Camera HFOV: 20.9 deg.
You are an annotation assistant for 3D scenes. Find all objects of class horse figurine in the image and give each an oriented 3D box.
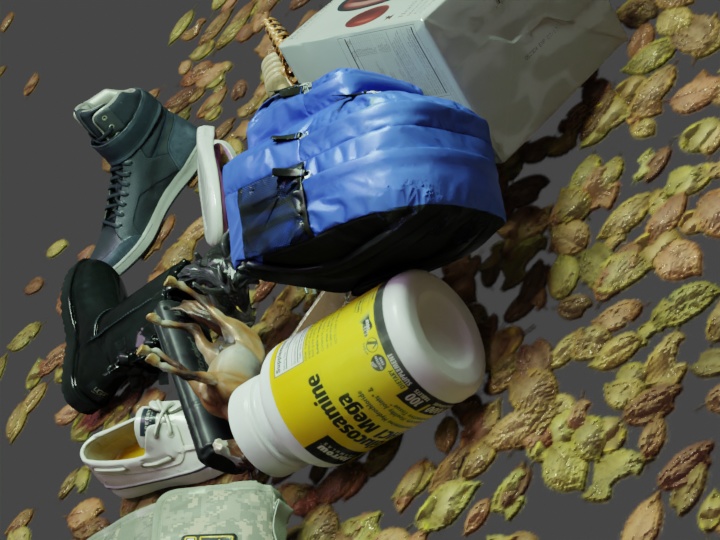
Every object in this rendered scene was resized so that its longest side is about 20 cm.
[{"bbox_3d":[-0.126,0.079,1.673,0.050,0.132,0.200,-50,17,22],"label":"horse figurine"}]

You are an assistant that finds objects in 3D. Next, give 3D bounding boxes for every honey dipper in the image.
[{"bbox_3d":[-0.075,-0.157,2.018,0.038,0.038,0.200,-38,36,21],"label":"honey dipper"}]

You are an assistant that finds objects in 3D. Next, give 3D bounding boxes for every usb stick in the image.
[{"bbox_3d":[-0.141,0.100,1.718,0.033,0.055,0.200,-54,38,26],"label":"usb stick"}]

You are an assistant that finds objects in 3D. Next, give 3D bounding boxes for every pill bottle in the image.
[{"bbox_3d":[-0.007,0.090,1.572,0.200,0.112,0.113,-31,35,30],"label":"pill bottle"}]

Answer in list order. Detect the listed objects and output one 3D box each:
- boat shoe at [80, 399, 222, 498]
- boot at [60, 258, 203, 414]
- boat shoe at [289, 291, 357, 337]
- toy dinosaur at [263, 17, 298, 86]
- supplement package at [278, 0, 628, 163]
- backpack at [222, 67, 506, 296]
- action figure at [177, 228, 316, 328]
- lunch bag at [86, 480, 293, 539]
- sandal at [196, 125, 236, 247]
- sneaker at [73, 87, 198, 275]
[{"bbox_3d":[-0.173,0.150,1.766,0.200,0.070,0.071,-19,43,36],"label":"boat shoe"},{"bbox_3d":[-0.227,0.039,1.962,0.162,0.073,0.198,-33,41,31],"label":"boot"},{"bbox_3d":[-0.002,-0.003,1.704,0.202,0.075,0.075,-48,30,4],"label":"boat shoe"},{"bbox_3d":[-0.020,-0.160,1.835,0.102,0.136,0.200,-20,81,18],"label":"toy dinosaur"},{"bbox_3d":[0.079,-0.196,1.690,0.191,0.147,0.200,-44,24,-31],"label":"supplement package"},{"bbox_3d":[0.005,-0.076,1.554,0.200,0.162,0.168,-17,78,41],"label":"backpack"},{"bbox_3d":[-0.093,-0.004,1.797,0.119,0.102,0.200,-21,18,23],"label":"action figure"},{"bbox_3d":[-0.143,0.267,1.558,0.200,0.118,0.164,-30,35,21],"label":"lunch bag"},{"bbox_3d":[-0.142,-0.096,2.016,0.050,0.083,0.203,-4,33,-7],"label":"sandal"},{"bbox_3d":[-0.268,-0.102,2.104,0.077,0.146,0.202,13,68,55],"label":"sneaker"}]
